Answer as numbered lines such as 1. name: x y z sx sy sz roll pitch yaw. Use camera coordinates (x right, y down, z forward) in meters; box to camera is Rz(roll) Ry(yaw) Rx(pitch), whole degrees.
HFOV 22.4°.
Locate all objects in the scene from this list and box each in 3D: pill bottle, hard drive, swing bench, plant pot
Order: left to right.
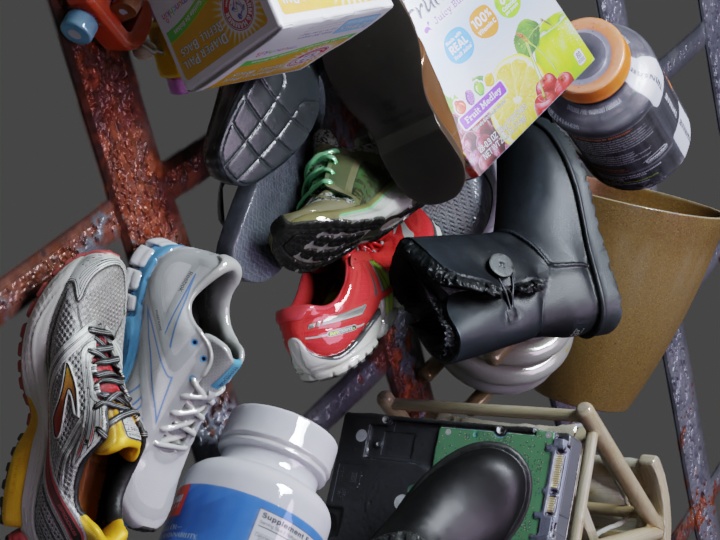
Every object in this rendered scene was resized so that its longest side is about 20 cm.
1. pill bottle: -0.086 0.199 1.258 0.112 0.112 0.200 50 50 -45
2. hard drive: 0.066 0.186 1.407 0.038 0.200 0.140 33 64 -53
3. swing bench: 0.133 0.191 1.512 0.200 0.199 0.130 33 65 -53
4. plant pot: 0.227 0.024 1.688 0.186 0.186 0.200 -2 106 -57
5. pill bottle: 0.221 -0.151 1.604 0.200 0.106 0.106 40 59 -63

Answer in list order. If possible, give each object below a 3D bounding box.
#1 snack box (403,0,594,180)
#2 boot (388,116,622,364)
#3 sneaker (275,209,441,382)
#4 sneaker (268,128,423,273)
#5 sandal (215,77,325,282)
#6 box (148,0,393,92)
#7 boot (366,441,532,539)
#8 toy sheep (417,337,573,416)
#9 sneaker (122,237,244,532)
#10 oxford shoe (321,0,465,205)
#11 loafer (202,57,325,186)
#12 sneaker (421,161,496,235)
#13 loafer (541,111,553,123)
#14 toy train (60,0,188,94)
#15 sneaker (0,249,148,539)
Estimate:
1. snack box: 0.068 -0.194 1.429 0.169 0.068 0.200 -46 106 -31
2. boot: 0.100 -0.028 1.416 0.168 0.076 0.200 -5 67 -29
3. sneaker: 0.000 0.000 1.416 0.200 0.077 0.085 -54 126 -43
4. sneaker: -0.021 -0.059 1.347 0.089 0.077 0.200 54 30 7
5. sandal: -0.070 -0.069 1.340 0.076 0.043 0.200 67 30 -44
6. box: -0.082 -0.230 1.174 0.112 0.101 0.200 -17 82 -46
7. boot: 0.046 0.202 1.274 0.211 0.079 0.158 -43 177 -7
8. toy sheep: 0.118 0.047 1.549 0.200 0.138 0.138 114 2 -58
9. sneaker: -0.122 0.077 1.219 0.075 0.087 0.200 16 80 -58
10. oxford shoe: 0.020 -0.145 1.321 0.071 0.071 0.200 -83 153 -55
11. loafer: -0.068 -0.139 1.300 0.073 0.072 0.200 54 49 -36
12. sneaker: 0.085 -0.115 1.542 0.115 0.075 0.200 8 76 -68
13. loafer: 0.136 -0.174 1.615 0.200 0.070 0.070 32 57 -54
14. toy train: -0.120 -0.207 1.235 0.150 0.056 0.200 57 47 -42
15. sneaker: -0.167 0.087 1.154 0.078 0.082 0.200 12 81 -56
